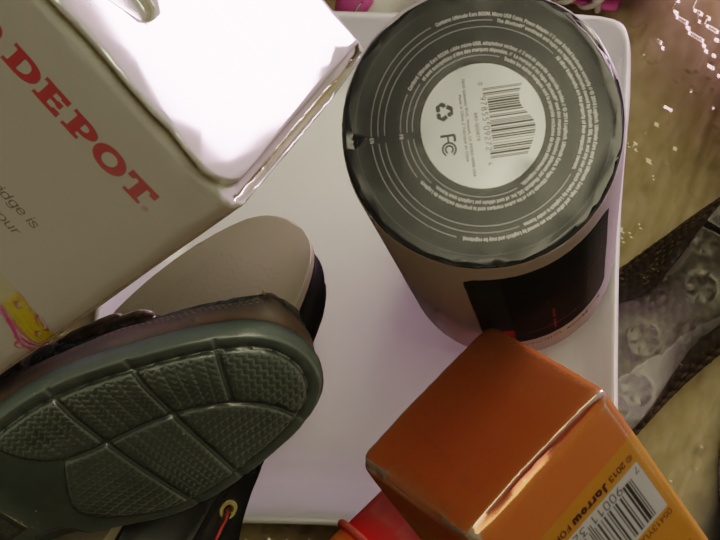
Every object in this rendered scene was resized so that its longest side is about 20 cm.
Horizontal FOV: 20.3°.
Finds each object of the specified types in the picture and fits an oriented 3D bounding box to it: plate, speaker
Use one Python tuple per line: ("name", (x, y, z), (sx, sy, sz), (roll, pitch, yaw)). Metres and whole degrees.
("plate", (0.000, 0.000, 0.759), (0.198, 0.032, 0.202), (2, 76, 5))
("speaker", (0.044, -0.024, 0.642), (0.080, 0.200, 0.082), (-1, 80, 6))

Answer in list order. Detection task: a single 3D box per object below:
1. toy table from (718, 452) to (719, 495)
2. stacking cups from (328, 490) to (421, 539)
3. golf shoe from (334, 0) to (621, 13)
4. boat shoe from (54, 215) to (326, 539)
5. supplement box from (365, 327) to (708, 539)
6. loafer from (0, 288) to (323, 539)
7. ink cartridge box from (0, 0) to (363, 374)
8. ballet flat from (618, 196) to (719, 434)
("toy table", (0.222, 0.100, 0.749), (0.183, 0.117, 0.201), (-29, 76, -21))
("stacking cups", (-0.033, 0.144, 0.686), (0.200, 0.061, 0.061), (-43, 82, -13))
("golf shoe", (0.081, -0.141, 0.840), (0.199, 0.075, 0.092), (-35, 82, -21))
("boat shoe", (-0.073, 0.073, 0.701), (0.073, 0.063, 0.202), (23, 77, 42))
("supplement box", (0.086, 0.113, 0.676), (0.069, 0.066, 0.201), (-44, 125, -13))
("loafer", (-0.103, 0.052, 0.651), (0.199, 0.072, 0.063), (-29, 39, 17))
("ink cartridge box", (-0.119, -0.055, 0.591), (0.145, 0.199, 0.088), (47, 47, -11))
("ballet flat", (0.105, 0.027, 0.797), (0.199, 0.046, 0.068), (-35, 79, -17))
